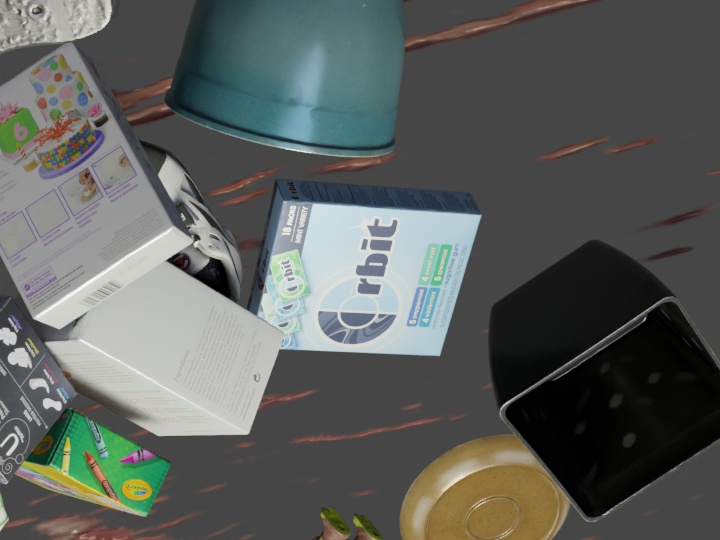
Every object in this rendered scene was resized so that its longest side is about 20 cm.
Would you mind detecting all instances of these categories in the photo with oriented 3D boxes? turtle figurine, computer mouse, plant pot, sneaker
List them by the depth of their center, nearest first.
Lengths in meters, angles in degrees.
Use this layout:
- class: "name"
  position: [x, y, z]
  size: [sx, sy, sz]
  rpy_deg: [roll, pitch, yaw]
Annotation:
- class: "computer mouse"
  position: [-0.310, -0.242, 1.538]
  size: [0.200, 0.046, 0.141]
  rpy_deg: [-18, 122, 2]
- class: "plant pot"
  position: [-0.050, -0.214, 1.552]
  size: [0.200, 0.200, 0.188]
  rpy_deg: [6, 106, -20]
- class: "sneaker"
  position: [-0.169, -0.039, 1.690]
  size: [0.074, 0.089, 0.200]
  rpy_deg: [-37, 124, 11]
- class: "plant pot"
  position: [0.239, 0.089, 1.843]
  size: [0.200, 0.178, 0.200]
  rpy_deg: [-34, 127, 9]
- class: "turtle figurine"
  position: [-0.060, 0.329, 1.987]
  size: [0.200, 0.064, 0.161]
  rpy_deg: [25, 113, -29]
- class: "plant pot"
  position: [0.142, 0.267, 2.029]
  size: [0.200, 0.028, 0.200]
  rpy_deg: [-8, 125, -11]

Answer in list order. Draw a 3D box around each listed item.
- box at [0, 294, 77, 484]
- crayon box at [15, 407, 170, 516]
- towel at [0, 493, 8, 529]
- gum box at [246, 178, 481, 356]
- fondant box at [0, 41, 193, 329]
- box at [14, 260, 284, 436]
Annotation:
- class: "box"
  position: [-0.379, 0.094, 1.635]
  size: [0.200, 0.115, 0.132]
  rpy_deg: [6, 138, 36]
- class: "crayon box"
  position: [-0.284, 0.169, 1.730]
  size: [0.119, 0.200, 0.058]
  rpy_deg: [34, 72, -35]
- class: "towel"
  position: [-0.442, 0.201, 1.813]
  size: [0.152, 0.023, 0.200]
  rpy_deg: [-18, 125, -5]
- class: "gum box"
  position: [0.000, 0.000, 1.792]
  size: [0.200, 0.045, 0.170]
  rpy_deg: [4, 122, -18]
- class: "fondant box"
  position: [-0.253, -0.073, 1.575]
  size: [0.144, 0.200, 0.058]
  rpy_deg: [-32, 164, 7]
- class: "box"
  position: [-0.201, 0.064, 1.693]
  size: [0.200, 0.152, 0.107]
  rpy_deg: [34, 66, -33]
